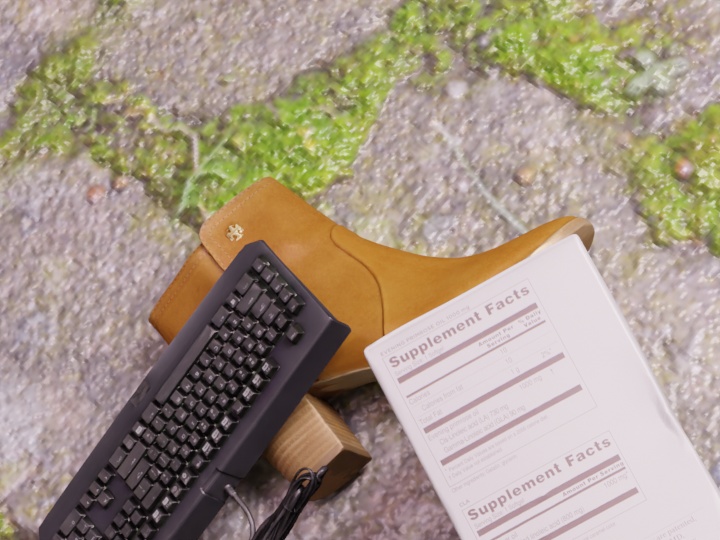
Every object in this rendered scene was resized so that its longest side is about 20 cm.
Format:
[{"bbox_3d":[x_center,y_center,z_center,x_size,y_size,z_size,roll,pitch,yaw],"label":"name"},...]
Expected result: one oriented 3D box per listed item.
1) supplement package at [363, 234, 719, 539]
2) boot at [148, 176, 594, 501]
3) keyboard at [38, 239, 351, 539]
[{"bbox_3d":[0.101,0.104,1.325,0.109,0.114,0.200,-29,73,4],"label":"supplement package"},{"bbox_3d":[0.000,0.001,1.455,0.201,0.071,0.144,-41,66,4],"label":"boot"},{"bbox_3d":[-0.073,0.096,1.428,0.127,0.021,0.200,45,107,31],"label":"keyboard"}]
